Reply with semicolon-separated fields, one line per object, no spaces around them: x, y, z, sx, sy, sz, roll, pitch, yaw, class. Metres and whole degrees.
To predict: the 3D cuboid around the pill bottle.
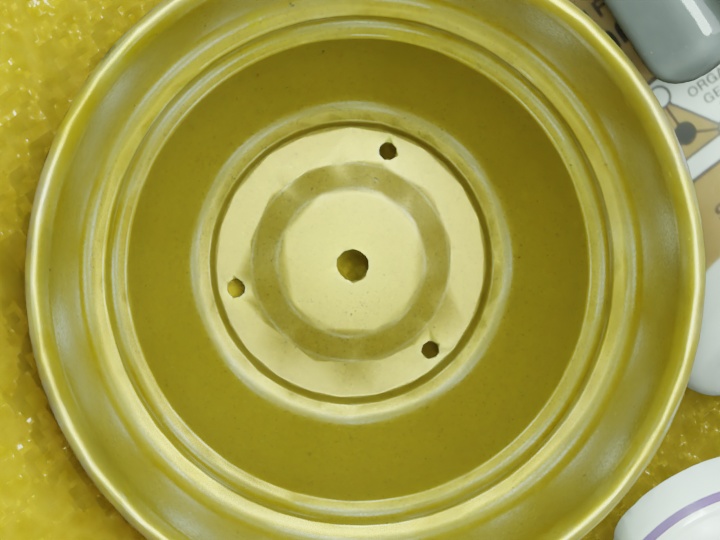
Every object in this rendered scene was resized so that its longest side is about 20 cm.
0.099;-0.070;0.942;0.114;0.114;0.200;-21;67;-31;pill bottle

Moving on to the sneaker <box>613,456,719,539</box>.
0.169;0.133;0.934;0.200;0.073;0.114;27;29;-37;sneaker

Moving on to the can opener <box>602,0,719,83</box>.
0.044;-0.140;0.869;0.053;0.067;0.200;-33;90;-47;can opener

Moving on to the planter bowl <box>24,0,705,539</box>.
0.000;0.000;0.894;0.200;0.083;0.201;0;93;-3;planter bowl
